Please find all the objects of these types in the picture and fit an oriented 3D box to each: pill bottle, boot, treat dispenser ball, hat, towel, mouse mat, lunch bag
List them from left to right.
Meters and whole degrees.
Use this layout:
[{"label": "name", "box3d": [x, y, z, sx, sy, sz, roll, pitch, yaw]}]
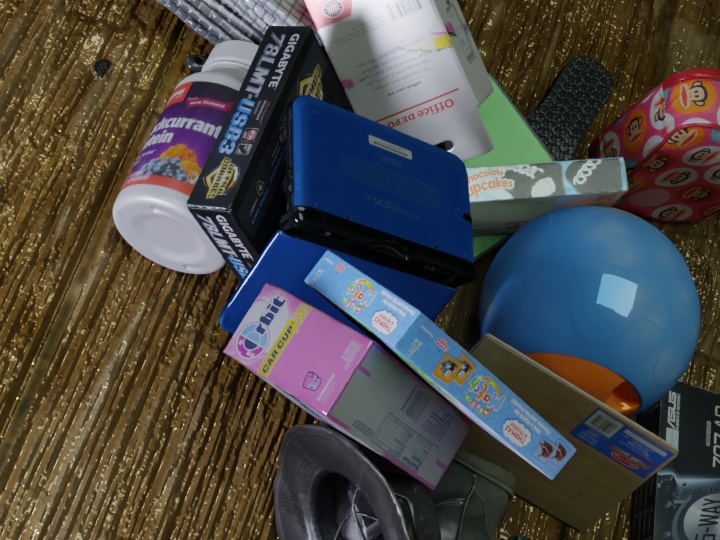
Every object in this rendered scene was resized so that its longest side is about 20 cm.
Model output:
[{"label": "pill bottle", "box3d": [-0.134, -0.107, 1.236, 0.111, 0.111, 0.201, 27, 59, -9]}, {"label": "towel", "box3d": [-0.108, -0.283, 1.330, 0.200, 0.086, 0.166, 37, 39, -9]}, {"label": "hat", "box3d": [0.012, 0.204, 1.109, 0.081, 0.201, 0.201, -18, 74, -32]}, {"label": "boot", "box3d": [0.046, 0.244, 1.184, 0.181, 0.073, 0.201, 24, 66, -9]}, {"label": "mouse mat", "box3d": [0.093, -0.090, 1.358, 0.200, 0.008, 0.161, -33, 82, -16]}, {"label": "treat dispenser ball", "box3d": [0.208, 0.040, 1.261, 0.200, 0.201, 0.202, 9, 63, -19]}, {"label": "lunch bag", "box3d": [0.345, -0.117, 1.394, 0.175, 0.200, 0.082, 11, 64, -21]}]

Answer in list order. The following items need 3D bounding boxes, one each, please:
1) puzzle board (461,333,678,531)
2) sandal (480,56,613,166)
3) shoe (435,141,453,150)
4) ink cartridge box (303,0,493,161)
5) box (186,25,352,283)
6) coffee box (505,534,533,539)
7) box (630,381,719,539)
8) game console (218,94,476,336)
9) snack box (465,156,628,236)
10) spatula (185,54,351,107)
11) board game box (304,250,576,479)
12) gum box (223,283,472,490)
[{"label": "puzzle board", "box3d": [0.158, 0.146, 1.223, 0.199, 0.151, 0.017, 31, 43, -8]}, {"label": "sandal", "box3d": [0.192, -0.137, 1.420, 0.075, 0.048, 0.200, 42, 66, 2]}, {"label": "shoe", "box3d": [0.053, -0.203, 1.349, 0.071, 0.091, 0.201, -19, 101, -68]}, {"label": "ink cartridge box", "box3d": [0.043, -0.191, 1.265, 0.201, 0.116, 0.068, 66, 26, -13]}, {"label": "box", "box3d": [-0.061, -0.076, 1.212, 0.049, 0.199, 0.201, 5, 58, 27]}, {"label": "coffee box", "box3d": [0.169, 0.344, 1.196, 0.122, 0.044, 0.201, 20, 60, -14]}, {"label": "box", "box3d": [0.342, 0.220, 1.328, 0.160, 0.044, 0.201, 19, 61, -15]}, {"label": "game console", "box3d": [-0.011, -0.027, 1.161, 0.199, 0.118, 0.172, 18, 60, -39]}, {"label": "snack box", "box3d": [0.137, -0.066, 1.294, 0.199, 0.116, 0.037, -5, 75, -10]}, {"label": "spatula", "box3d": [-0.075, -0.187, 1.350, 0.199, 0.021, 0.057, 6, 55, -19]}, {"label": "board game box", "box3d": [0.062, 0.073, 1.072, 0.200, 0.151, 0.037, 40, 86, -33]}, {"label": "gum box", "box3d": [-0.003, 0.096, 1.087, 0.113, 0.200, 0.066, 27, 80, 37]}]
